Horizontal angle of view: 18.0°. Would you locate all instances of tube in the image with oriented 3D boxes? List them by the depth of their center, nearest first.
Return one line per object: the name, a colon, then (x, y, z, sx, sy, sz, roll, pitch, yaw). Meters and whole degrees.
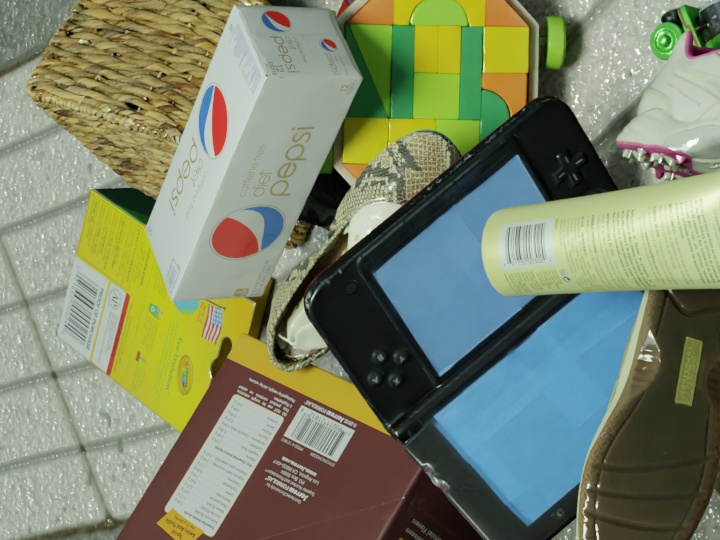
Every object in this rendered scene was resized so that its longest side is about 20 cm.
tube: (0.158, -0.017, 1.228, 0.199, 0.058, 0.052, -6, 61, 41)

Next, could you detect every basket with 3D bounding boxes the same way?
basket: (-0.110, -0.128, 1.622, 0.199, 0.149, 0.143, 18, 73, 43)

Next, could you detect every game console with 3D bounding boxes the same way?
game console: (0.099, 0.030, 1.313, 0.173, 0.200, 0.119, 56, 170, -29)

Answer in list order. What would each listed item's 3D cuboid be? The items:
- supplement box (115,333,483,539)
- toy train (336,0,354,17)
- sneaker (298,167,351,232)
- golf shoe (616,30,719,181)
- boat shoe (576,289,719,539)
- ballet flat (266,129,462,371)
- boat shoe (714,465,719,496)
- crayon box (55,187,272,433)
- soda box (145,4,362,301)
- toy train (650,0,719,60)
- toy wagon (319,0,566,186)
supplement box: (-0.029, 0.182, 1.449, 0.197, 0.133, 0.201, 22, 77, 43)
toy train: (0.006, -0.165, 1.511, 0.034, 0.046, 0.201, 43, 121, 35)
sneaker: (-0.002, -0.023, 1.477, 0.075, 0.113, 0.202, -21, 77, 51)
golf shoe: (0.227, -0.087, 1.221, 0.199, 0.075, 0.092, 11, 76, 46)
boat shoe: (0.165, 0.087, 1.266, 0.076, 0.071, 0.201, 118, 173, -74)
ballet flat: (0.000, 0.000, 1.378, 0.068, 0.076, 0.200, 32, 133, -10)
boat shoe: (0.238, 0.058, 1.252, 0.066, 0.074, 0.201, 34, 124, 28)
crayon box: (-0.137, 0.036, 1.668, 0.200, 0.051, 0.128, 34, 116, 40)
soda box: (-0.069, -0.069, 1.401, 0.201, 0.068, 0.064, -63, 40, 42)
toy train: (0.225, -0.068, 1.300, 0.056, 0.042, 0.201, -30, 71, 32)
toy wagon: (0.048, -0.086, 1.408, 0.040, 0.154, 0.202, -110, 21, -84)
